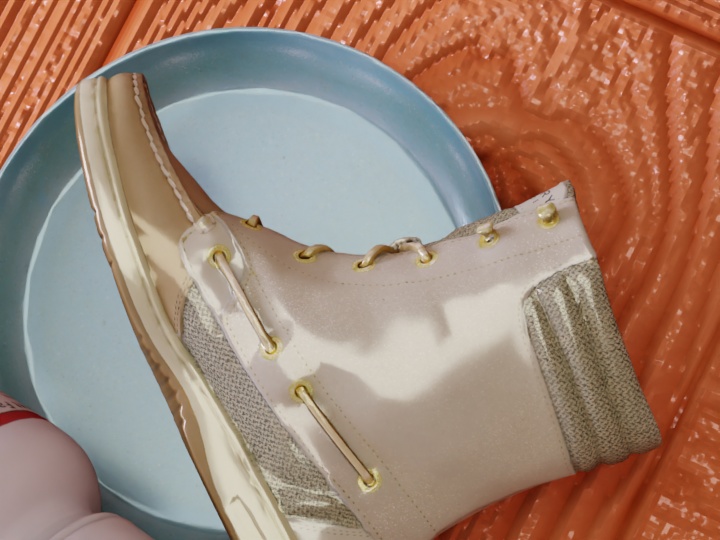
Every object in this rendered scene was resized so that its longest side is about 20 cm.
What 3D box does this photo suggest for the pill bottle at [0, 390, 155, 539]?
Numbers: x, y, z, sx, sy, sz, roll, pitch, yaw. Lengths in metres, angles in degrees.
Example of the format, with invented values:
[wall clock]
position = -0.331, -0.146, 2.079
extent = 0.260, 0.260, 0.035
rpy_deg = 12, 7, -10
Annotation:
[pill bottle]
position = -0.163, 0.081, 0.938
extent = 0.200, 0.112, 0.112
rpy_deg = 31, 84, 22

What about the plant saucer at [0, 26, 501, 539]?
[plant saucer]
position = -0.043, 0.012, 0.993
extent = 0.200, 0.027, 0.200
rpy_deg = -2, 78, 8

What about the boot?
[boot]
position = 0.000, 0.000, 0.940
extent = 0.155, 0.072, 0.200
rpy_deg = -25, 81, 3
